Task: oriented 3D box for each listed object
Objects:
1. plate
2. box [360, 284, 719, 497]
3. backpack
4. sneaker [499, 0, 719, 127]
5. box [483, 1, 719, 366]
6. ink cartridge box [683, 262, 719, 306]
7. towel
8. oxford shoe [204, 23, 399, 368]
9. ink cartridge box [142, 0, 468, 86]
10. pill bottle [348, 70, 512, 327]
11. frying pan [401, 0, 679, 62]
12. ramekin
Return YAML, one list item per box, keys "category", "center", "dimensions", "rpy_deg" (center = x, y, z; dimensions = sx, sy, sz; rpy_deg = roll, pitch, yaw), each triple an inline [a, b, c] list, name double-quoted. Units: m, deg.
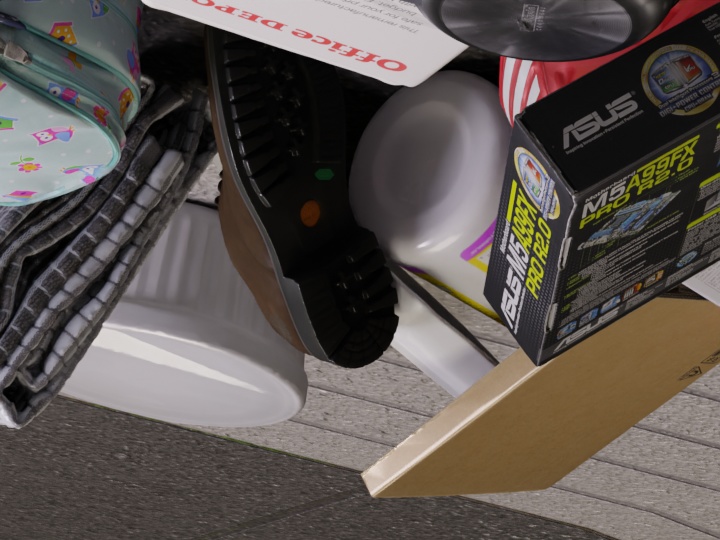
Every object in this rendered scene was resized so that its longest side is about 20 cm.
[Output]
- category: "plate"
  center: [0.000, 0.000, 1.499]
  dimensions: [0.200, 0.032, 0.199]
  rpy_deg: [44, -177, 31]
- category: "box"
  center: [0.117, 0.062, 1.464]
  dimensions: [0.200, 0.021, 0.163]
  rpy_deg: [-39, 155, 31]
- category: "backpack"
  center: [-0.194, -0.115, 1.297]
  dimensions: [0.166, 0.127, 0.200]
  rpy_deg: [-8, 157, 38]
- category: "sneaker"
  center: [0.126, -0.113, 1.202]
  dimensions: [0.078, 0.116, 0.200]
  rpy_deg: [-5, 144, -52]
- category: "box"
  center: [0.149, -0.055, 1.135]
  dimensions: [0.199, 0.044, 0.160]
  rpy_deg: [-30, 158, -15]
- category: "ink cartridge box"
  center: [0.201, -0.037, 1.349]
  dimensions: [0.119, 0.042, 0.200]
  rpy_deg: [-42, 139, 21]
- category: "towel"
  center: [-0.167, -0.017, 1.441]
  dimensions: [0.085, 0.201, 0.165]
  rpy_deg: [37, 166, -14]
- category: "oxford shoe"
  center: [-0.048, -0.049, 1.361]
  dimensions: [0.072, 0.201, 0.084]
  rpy_deg: [-23, -161, -32]
- category: "ink cartridge box"
  center: [0.005, -0.159, 1.111]
  dimensions: [0.145, 0.085, 0.200]
  rpy_deg: [17, 160, -18]
- category: "pill bottle"
  center: [0.091, -0.022, 1.447]
  dimensions: [0.104, 0.105, 0.200]
  rpy_deg: [-4, 157, 39]
- category: "frying pan"
  center: [0.035, -0.118, 1.045]
  dimensions: [0.189, 0.031, 0.115]
  rpy_deg: [13, 160, -21]
- category: "ramekin"
  center: [-0.124, 0.024, 1.728]
  dimensions: [0.201, 0.095, 0.203]
  rpy_deg: [11, 162, 3]
